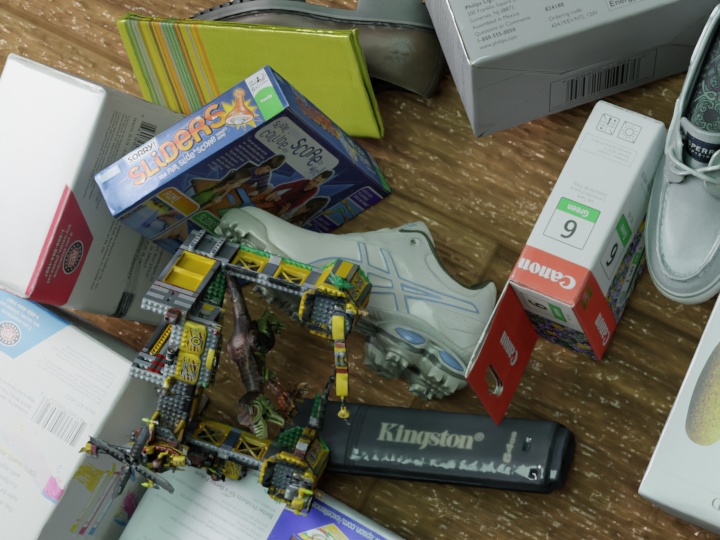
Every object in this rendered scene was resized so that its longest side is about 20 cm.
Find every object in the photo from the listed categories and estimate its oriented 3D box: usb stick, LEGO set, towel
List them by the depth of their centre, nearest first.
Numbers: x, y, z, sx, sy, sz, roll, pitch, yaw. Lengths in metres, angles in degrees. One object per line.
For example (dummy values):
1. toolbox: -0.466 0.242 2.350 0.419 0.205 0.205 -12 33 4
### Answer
1. LEGO set: -0.080 0.077 1.508 0.154 0.116 0.200 25 121 3
2. usb stick: 0.041 0.115 1.589 0.200 0.033 0.055 5 49 20
3. towel: -0.076 -0.135 1.655 0.200 0.086 0.018 8 42 33

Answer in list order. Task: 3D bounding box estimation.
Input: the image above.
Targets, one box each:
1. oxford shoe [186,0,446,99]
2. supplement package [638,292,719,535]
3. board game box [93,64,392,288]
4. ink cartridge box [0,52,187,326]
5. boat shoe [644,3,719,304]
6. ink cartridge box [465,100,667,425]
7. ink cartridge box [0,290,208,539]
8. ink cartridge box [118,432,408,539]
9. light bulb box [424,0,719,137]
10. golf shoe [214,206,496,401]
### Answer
1. oxford shoe: -0.038 -0.146 1.667 0.200 0.073 0.084 4 86 23
2. supplement package: 0.268 0.074 1.483 0.114 0.110 0.200 21 84 22
3. board game box: -0.073 -0.056 1.585 0.135 0.200 0.034 -31 67 9
4. ink cartridge box: -0.177 -0.049 1.614 0.084 0.200 0.145 22 93 25
5. boat shoe: 0.215 -0.080 1.483 0.070 0.072 0.201 16 89 24
6. ink cartridge box: 0.139 0.004 1.532 0.050 0.109 0.200 22 77 21
7. ink cartridge box: -0.224 0.131 1.633 0.129 0.125 0.200 31 89 23
8. ink cartridge box: -0.083 0.229 1.604 0.198 0.043 0.200 28 85 23
9. light bulb box: 0.132 -0.223 1.570 0.198 0.125 0.200 -17 71 -3
10. golf shoe: 0.000 0.000 1.587 0.200 0.078 0.097 33 73 -16
